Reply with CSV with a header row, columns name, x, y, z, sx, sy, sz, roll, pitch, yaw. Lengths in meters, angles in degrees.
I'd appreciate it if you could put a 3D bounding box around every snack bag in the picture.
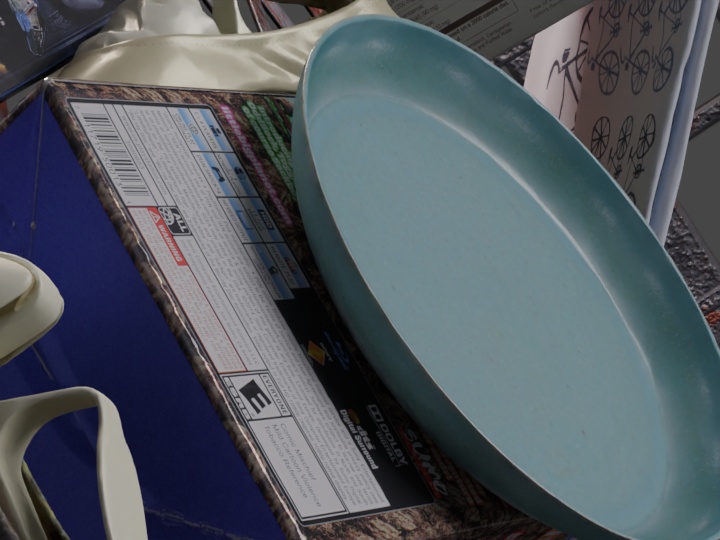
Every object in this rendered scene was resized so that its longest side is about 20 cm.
name,x,y,z,sx,sy,sz,roll,pitch,yaw
snack bag,0.093,-0.038,1.162,0.021,0.190,0.200,12,0,-16

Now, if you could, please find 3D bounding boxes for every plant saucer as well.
name,x,y,z,sx,sy,sz,roll,pitch,yaw
plant saucer,0.047,0.007,0.843,0.200,0.027,0.201,36,32,-27

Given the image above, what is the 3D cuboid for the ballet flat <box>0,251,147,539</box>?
name,x,y,z,sx,sy,sz,roll,pitch,yaw
ballet flat,-0.099,0.042,0.695,0.201,0.071,0.069,60,9,21

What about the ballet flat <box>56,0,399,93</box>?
name,x,y,z,sx,sy,sz,roll,pitch,yaw
ballet flat,-0.055,-0.079,0.995,0.199,0.069,0.070,-12,64,-45

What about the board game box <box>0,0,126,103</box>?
name,x,y,z,sx,sy,sz,roll,pitch,yaw
board game box,-0.171,-0.153,0.968,0.201,0.035,0.135,56,34,-5

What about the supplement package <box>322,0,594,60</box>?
name,x,y,z,sx,sy,sz,roll,pitch,yaw
supplement package,0.017,-0.206,1.127,0.201,0.150,0.152,57,7,-26

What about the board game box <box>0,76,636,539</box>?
name,x,y,z,sx,sy,sz,roll,pitch,yaw
board game box,-0.030,0.036,0.828,0.199,0.097,0.160,-1,57,-57

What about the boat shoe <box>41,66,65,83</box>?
name,x,y,z,sx,sy,sz,roll,pitch,yaw
boat shoe,-0.087,-0.001,0.996,0.071,0.060,0.201,9,37,-34
